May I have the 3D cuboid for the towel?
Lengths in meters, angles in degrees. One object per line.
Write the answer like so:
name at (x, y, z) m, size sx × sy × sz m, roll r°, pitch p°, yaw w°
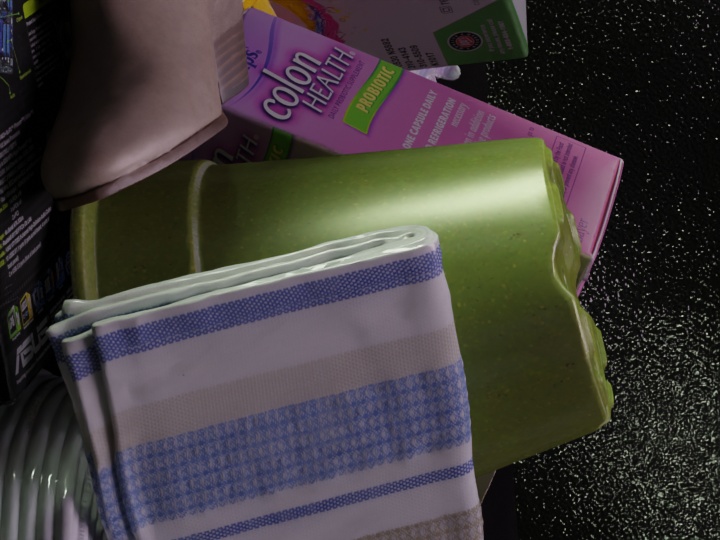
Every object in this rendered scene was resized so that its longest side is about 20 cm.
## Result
towel at (-0.027, 0.083, 0.785) m, size 0.024 × 0.146 × 0.201 m, roll -118°, pitch -165°, yaw -59°

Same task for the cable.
cable at (-0.118, 0.138, 0.833) m, size 0.200 × 0.069 × 0.201 m, roll 70°, pitch 19°, yaw -59°

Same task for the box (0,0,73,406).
box at (-0.143, -0.070, 0.834) m, size 0.200 × 0.047 × 0.194 m, roll -66°, pitch 148°, yaw -68°

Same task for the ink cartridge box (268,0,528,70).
ink cartridge box at (-0.020, -0.169, 1.106) m, size 0.145 × 0.199 × 0.084 m, roll 56°, pitch 31°, yaw -64°

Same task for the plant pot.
plant pot at (0.002, 0.026, 0.866) m, size 0.200 × 0.189 × 0.201 m, roll -13°, pitch 90°, yaw -82°

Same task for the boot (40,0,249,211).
boot at (-0.098, -0.122, 0.828) m, size 0.200 × 0.070 × 0.147 m, roll -59°, pitch 135°, yaw -66°

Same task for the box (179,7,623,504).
box at (0.000, 0.000, 1.006) m, size 0.097 × 0.199 × 0.176 m, roll -65°, pitch 176°, yaw -55°

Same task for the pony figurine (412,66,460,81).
pony figurine at (0.000, -0.087, 1.326) m, size 0.200 × 0.166 × 0.193 m, roll 53°, pitch 12°, yaw 24°

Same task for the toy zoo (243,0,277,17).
toy zoo at (-0.081, -0.072, 1.057) m, size 0.131 × 0.020 × 0.200 m, roll -55°, pitch 163°, yaw -7°
